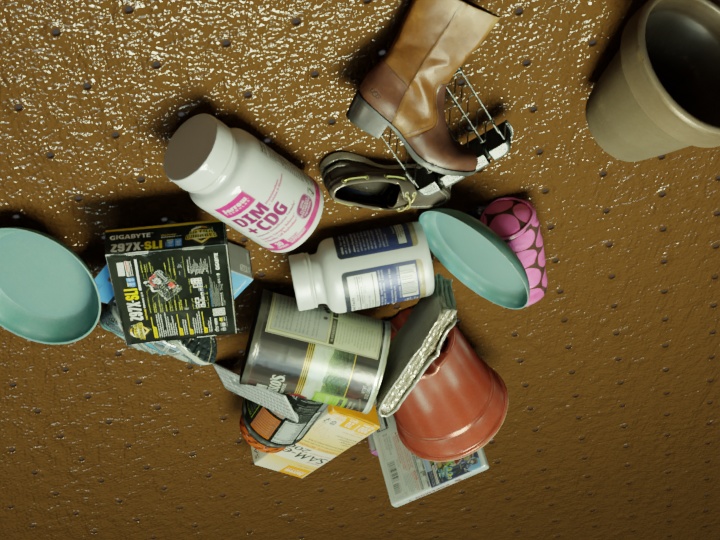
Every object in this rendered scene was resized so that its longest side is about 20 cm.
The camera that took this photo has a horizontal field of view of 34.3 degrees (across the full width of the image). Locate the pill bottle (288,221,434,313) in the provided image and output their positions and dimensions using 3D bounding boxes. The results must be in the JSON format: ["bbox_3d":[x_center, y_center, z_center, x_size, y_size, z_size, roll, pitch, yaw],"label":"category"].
[{"bbox_3d":[0.000,0.000,1.690,0.199,0.111,0.111,-10,143,-3],"label":"pill bottle"}]

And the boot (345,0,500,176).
[{"bbox_3d":[0.107,-0.231,1.423,0.188,0.069,0.200,30,112,-10],"label":"boot"}]

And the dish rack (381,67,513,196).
[{"bbox_3d":[0.093,-0.197,1.502,0.153,0.055,0.200,-29,121,17],"label":"dish rack"}]

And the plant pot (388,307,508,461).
[{"bbox_3d":[0.116,0.173,1.894,0.200,0.201,0.196,-22,133,11],"label":"plant pot"}]

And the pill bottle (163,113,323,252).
[{"bbox_3d":[-0.150,-0.112,1.499,0.113,0.114,0.200,-33,138,24],"label":"pill bottle"}]

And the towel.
[{"bbox_3d":[0.081,0.108,1.720,0.034,0.133,0.200,28,113,-13],"label":"towel"}]

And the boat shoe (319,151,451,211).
[{"bbox_3d":[0.040,-0.111,1.602,0.199,0.060,0.072,10,136,-27],"label":"boat shoe"}]

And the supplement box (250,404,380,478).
[{"bbox_3d":[-0.082,0.279,2.046,0.200,0.074,0.126,-37,139,27],"label":"supplement box"}]

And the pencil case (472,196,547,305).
[{"bbox_3d":[0.227,-0.021,1.751,0.094,0.091,0.200,-49,144,-19],"label":"pencil case"}]

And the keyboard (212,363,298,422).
[{"bbox_3d":[-0.168,0.191,1.837,0.011,0.200,0.056,-46,126,-23],"label":"keyboard"}]

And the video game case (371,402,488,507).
[{"bbox_3d":[0.110,0.282,2.007,0.182,0.201,0.023,-26,148,16],"label":"video game case"}]

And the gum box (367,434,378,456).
[{"bbox_3d":[0.122,0.275,2.111,0.200,0.066,0.113,-35,137,25],"label":"gum box"}]

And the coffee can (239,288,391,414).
[{"bbox_3d":[-0.069,0.122,1.750,0.199,0.147,0.147,14,138,-6],"label":"coffee can"}]

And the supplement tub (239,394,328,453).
[{"bbox_3d":[-0.118,0.207,1.906,0.122,0.123,0.200,10,138,-27],"label":"supplement tub"}]

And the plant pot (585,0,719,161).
[{"bbox_3d":[0.378,-0.226,1.480,0.199,0.201,0.175,8,157,-26],"label":"plant pot"}]

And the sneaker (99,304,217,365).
[{"bbox_3d":[-0.304,0.091,1.758,0.086,0.078,0.200,-26,135,35],"label":"sneaker"}]

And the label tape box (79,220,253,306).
[{"bbox_3d":[-0.274,0.002,1.647,0.199,0.063,0.144,21,131,-33],"label":"label tape box"}]

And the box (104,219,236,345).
[{"bbox_3d":[-0.253,0.019,1.584,0.159,0.050,0.200,-5,141,-4],"label":"box"}]

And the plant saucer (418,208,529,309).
[{"bbox_3d":[0.169,-0.022,1.679,0.027,0.200,0.200,-47,145,-17],"label":"plant saucer"}]

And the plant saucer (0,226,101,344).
[{"bbox_3d":[-0.441,0.014,1.586,0.199,0.036,0.201,8,130,10],"label":"plant saucer"}]
